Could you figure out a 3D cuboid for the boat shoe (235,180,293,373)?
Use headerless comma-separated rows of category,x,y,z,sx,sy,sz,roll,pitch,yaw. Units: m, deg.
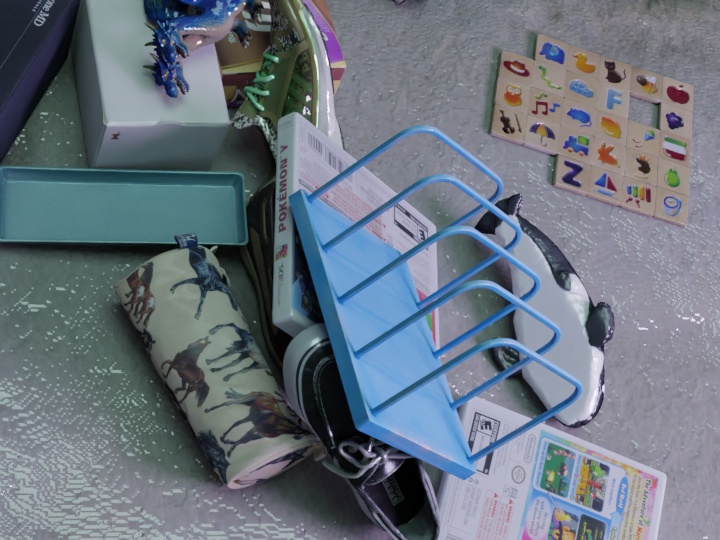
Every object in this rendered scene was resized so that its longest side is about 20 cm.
boat shoe,-0.044,0.016,1.275,0.074,0.073,0.201,-17,68,-27

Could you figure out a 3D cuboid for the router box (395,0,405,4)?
router box,0.011,-0.371,1.511,0.200,0.051,0.149,42,54,-10

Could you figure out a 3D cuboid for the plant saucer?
plant saucer,-0.190,-0.048,1.283,0.198,0.019,0.070,0,61,-11

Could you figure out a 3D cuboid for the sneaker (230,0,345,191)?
sneaker,-0.068,-0.145,1.326,0.088,0.077,0.202,-13,99,-9

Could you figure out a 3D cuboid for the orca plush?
orca plush,0.157,0.039,1.356,0.105,0.071,0.201,-39,68,13

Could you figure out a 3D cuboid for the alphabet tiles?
alphabet tiles,0.218,-0.137,1.500,0.199,0.008,0.168,17,57,-9

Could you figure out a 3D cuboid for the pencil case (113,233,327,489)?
pencil case,-0.106,0.073,1.218,0.089,0.078,0.201,-26,71,-16

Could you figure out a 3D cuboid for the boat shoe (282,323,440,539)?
boat shoe,0.007,0.127,1.162,0.073,0.200,0.068,-28,33,-13

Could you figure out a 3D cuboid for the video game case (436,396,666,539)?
video game case,0.142,0.215,1.255,0.181,0.024,0.201,22,55,-6

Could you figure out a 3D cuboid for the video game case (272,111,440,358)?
video game case,0.000,0.000,1.249,0.200,0.023,0.183,37,43,-44

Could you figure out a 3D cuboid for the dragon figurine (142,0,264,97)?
dragon figurine,-0.139,-0.232,1.295,0.099,0.059,0.201,1,61,-26

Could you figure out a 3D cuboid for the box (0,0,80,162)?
box,-0.345,-0.172,1.260,0.181,0.104,0.201,26,56,-2

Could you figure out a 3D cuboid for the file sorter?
file sorter,0.056,0.019,1.142,0.139,0.122,0.201,32,32,-48

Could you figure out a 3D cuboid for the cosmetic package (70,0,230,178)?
cosmetic package,-0.182,-0.181,1.336,0.107,0.085,0.201,0,62,-21

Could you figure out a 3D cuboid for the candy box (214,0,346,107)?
candy box,-0.096,-0.242,1.420,0.116,0.057,0.201,-5,62,-22
